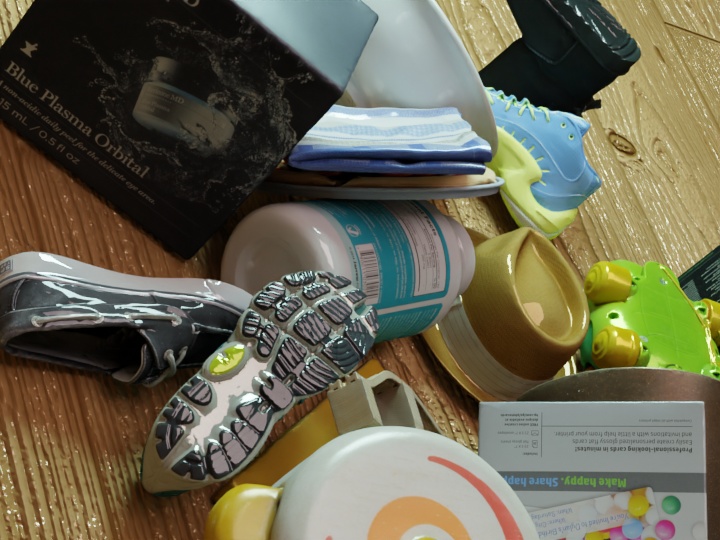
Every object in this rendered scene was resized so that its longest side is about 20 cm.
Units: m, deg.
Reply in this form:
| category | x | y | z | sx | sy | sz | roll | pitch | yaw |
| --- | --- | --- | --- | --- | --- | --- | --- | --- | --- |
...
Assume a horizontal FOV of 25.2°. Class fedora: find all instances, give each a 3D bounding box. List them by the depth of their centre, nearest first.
| category | x | y | z | sx | sy | sz | roll | pitch | yaw |
| --- | --- | --- | --- | --- | --- | --- | --- | --- | --- |
| fedora | 0.128 | 0.030 | 1.316 | 0.200 | 0.082 | 0.201 | 29 | 39 | -26 |

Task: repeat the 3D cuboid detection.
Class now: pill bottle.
| category | x | y | z | sx | sy | sz | roll | pitch | yaw |
| --- | --- | --- | --- | --- | --- | --- | --- | --- | --- |
| pill bottle | 0.000 | 0.000 | 1.186 | 0.199 | 0.111 | 0.111 | -8 | 62 | -50 |

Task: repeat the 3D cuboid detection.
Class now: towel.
| category | x | y | z | sx | sy | sz | roll | pitch | yaw |
| --- | --- | --- | --- | --- | --- | --- | --- | --- | --- |
| towel | 0.016 | -0.098 | 1.178 | 0.146 | 0.024 | 0.200 | 1 | 13 | -3 |

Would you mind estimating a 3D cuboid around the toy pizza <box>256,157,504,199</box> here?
| category | x | y | z | sx | sy | sz | roll | pitch | yaw |
| --- | --- | --- | --- | --- | --- | --- | --- | --- | --- |
| toy pizza | 0.010 | -0.078 | 1.224 | 0.200 | 0.199 | 0.032 | -8 | 102 | -50 |

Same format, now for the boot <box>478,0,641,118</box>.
| category | x | y | z | sx | sy | sz | roll | pitch | yaw |
| --- | --- | --- | --- | --- | --- | --- | --- | --- | --- |
| boot | 0.148 | -0.206 | 1.497 | 0.199 | 0.162 | 0.073 | 49 | 36 | 5 |

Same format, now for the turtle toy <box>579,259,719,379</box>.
| category | x | y | z | sx | sy | sz | roll | pitch | yaw |
| --- | --- | --- | --- | --- | --- | --- | --- | --- | --- |
| turtle toy | 0.243 | 0.060 | 1.392 | 0.145 | 0.101 | 0.201 | 20 | 41 | -17 |

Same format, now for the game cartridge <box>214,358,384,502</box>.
| category | x | y | z | sx | sy | sz | roll | pitch | yaw |
| --- | --- | --- | --- | --- | --- | --- | --- | --- | --- |
| game cartridge | 0.011 | 0.172 | 1.106 | 0.177 | 0.032 | 0.200 | 50 | 37 | 3 |

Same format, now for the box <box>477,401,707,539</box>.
| category | x | y | z | sx | sy | sz | roll | pitch | yaw |
| --- | --- | --- | --- | --- | --- | --- | --- | --- | --- |
| box | 0.155 | 0.190 | 1.081 | 0.041 | 0.155 | 0.202 | 49 | 42 | -71 |

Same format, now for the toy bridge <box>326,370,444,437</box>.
| category | x | y | z | sx | sy | sz | roll | pitch | yaw |
| --- | --- | --- | --- | --- | --- | --- | --- | --- | --- |
| toy bridge | 0.029 | 0.106 | 1.070 | 0.200 | 0.027 | 0.068 | 42 | 26 | -57 |

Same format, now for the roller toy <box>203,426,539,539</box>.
| category | x | y | z | sx | sy | sz | roll | pitch | yaw |
| --- | --- | --- | --- | --- | --- | --- | --- | --- | --- |
| roller toy | 0.013 | 0.190 | 0.957 | 0.182 | 0.140 | 0.200 | -32 | 83 | -38 |

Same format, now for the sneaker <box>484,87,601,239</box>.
| category | x | y | z | sx | sy | sz | roll | pitch | yaw |
| --- | --- | --- | --- | --- | --- | --- | --- | --- | --- |
| sneaker | 0.143 | -0.130 | 1.459 | 0.201 | 0.105 | 0.076 | 55 | 4 | -2 |

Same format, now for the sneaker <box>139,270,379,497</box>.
| category | x | y | z | sx | sy | sz | roll | pitch | yaw |
| --- | --- | --- | --- | --- | --- | --- | --- | --- | --- |
| sneaker | -0.069 | 0.071 | 1.029 | 0.078 | 0.080 | 0.200 | 48 | 58 | 4 |

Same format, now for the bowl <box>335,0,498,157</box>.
| category | x | y | z | sx | sy | sz | roll | pitch | yaw |
| --- | --- | --- | --- | --- | --- | --- | --- | --- | --- |
| bowl | 0.024 | -0.158 | 1.347 | 0.090 | 0.201 | 0.202 | -32 | 76 | -9 |

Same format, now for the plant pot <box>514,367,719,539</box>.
| category | x | y | z | sx | sy | sz | roll | pitch | yaw |
| --- | --- | --- | --- | --- | --- | --- | --- | --- | --- |
| plant pot | 0.198 | 0.200 | 1.170 | 0.186 | 0.187 | 0.201 | 22 | 57 | -31 |

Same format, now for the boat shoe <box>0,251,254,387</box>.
| category | x | y | z | sx | sy | sz | roll | pitch | yaw |
| --- | --- | --- | --- | --- | --- | --- | --- | --- | --- |
| boat shoe | -0.140 | 0.043 | 1.030 | 0.199 | 0.072 | 0.068 | 15 | 44 | -34 |

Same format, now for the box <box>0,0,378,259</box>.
| category | x | y | z | sx | sy | sz | roll | pitch | yaw |
| --- | --- | --- | --- | --- | --- | --- | --- | --- | --- |
| box | -0.129 | -0.150 | 1.116 | 0.196 | 0.200 | 0.118 | 37 | 36 | -13 |

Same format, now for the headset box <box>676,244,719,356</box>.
| category | x | y | z | sx | sy | sz | roll | pitch | yaw |
| --- | --- | --- | --- | --- | --- | --- | --- | --- | --- |
| headset box | 0.357 | 0.083 | 1.429 | 0.092 | 0.174 | 0.201 | 12 | 47 | -39 |
